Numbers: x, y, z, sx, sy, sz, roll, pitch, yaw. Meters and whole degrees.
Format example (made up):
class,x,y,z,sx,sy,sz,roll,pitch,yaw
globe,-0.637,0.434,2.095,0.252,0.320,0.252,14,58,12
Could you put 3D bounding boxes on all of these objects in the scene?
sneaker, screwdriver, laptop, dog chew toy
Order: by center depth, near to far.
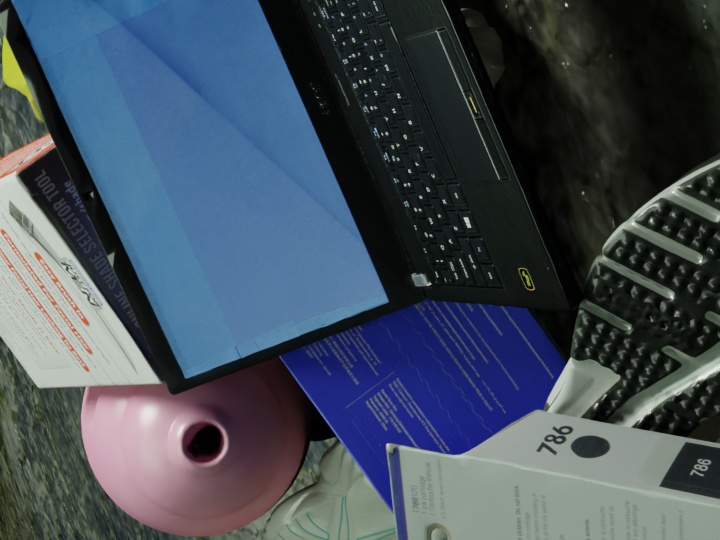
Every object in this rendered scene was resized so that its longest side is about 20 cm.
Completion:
class,x,y,z,sx,sy,sz,roll,pitch,yaw
sneaker,0.107,0.023,0.637,0.074,0.080,0.200,35,131,6
laptop,-0.036,-0.049,0.662,0.178,0.103,0.200,66,163,-10
dog chew toy,-0.081,0.079,0.942,0.200,0.124,0.125,176,76,-83
sneaker,0.005,0.135,0.963,0.081,0.070,0.200,57,157,11
screwdriver,0.003,0.059,0.965,0.200,0.028,0.029,136,142,-64

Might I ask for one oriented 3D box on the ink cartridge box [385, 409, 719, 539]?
class,x,y,z,sx,sy,sz,roll,pitch,yaw
ink cartridge box,0.108,0.104,0.610,0.199,0.039,0.100,9,123,25

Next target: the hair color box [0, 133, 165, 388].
class,x,y,z,sx,sy,sz,roll,pitch,yaw
hair color box,-0.133,-0.006,0.872,0.111,0.064,0.200,56,158,-12

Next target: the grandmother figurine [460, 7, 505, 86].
class,x,y,z,sx,sy,sz,roll,pitch,yaw
grandmother figurine,-0.001,-0.143,0.768,0.201,0.060,0.121,63,154,21

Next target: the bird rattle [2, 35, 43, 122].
class,x,y,z,sx,sy,sz,roll,pitch,yaw
bird rattle,-0.104,-0.112,0.853,0.164,0.112,0.200,57,169,2

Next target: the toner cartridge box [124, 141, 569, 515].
class,x,y,z,sx,sy,sz,roll,pitch,yaw
toner cartridge box,0.000,0.000,0.760,0.201,0.095,0.043,54,180,0
